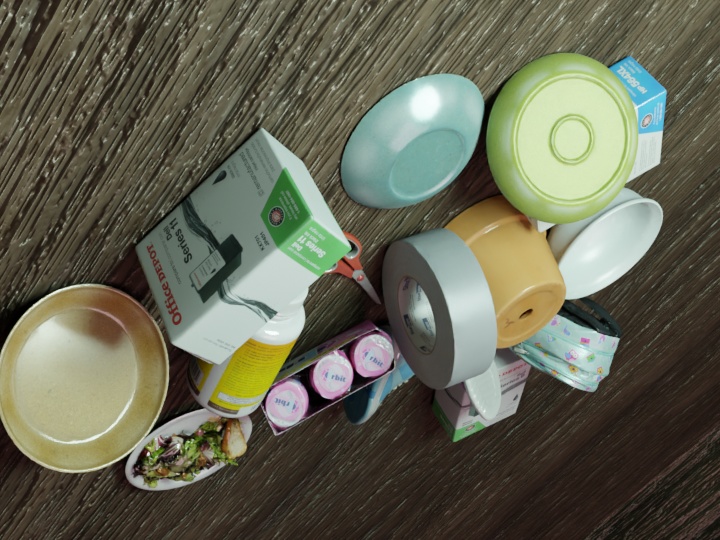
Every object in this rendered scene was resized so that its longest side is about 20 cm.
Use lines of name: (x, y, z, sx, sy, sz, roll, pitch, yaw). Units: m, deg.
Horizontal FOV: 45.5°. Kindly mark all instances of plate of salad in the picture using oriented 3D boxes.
plate of salad: (-0.249, 0.274, 1.273, 0.196, 0.048, 0.202, -22, 146, -16)

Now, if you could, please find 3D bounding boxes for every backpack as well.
backpack: (0.314, 0.102, 1.368, 0.165, 0.198, 0.130, 3, 109, -46)

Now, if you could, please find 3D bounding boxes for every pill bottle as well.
pill bottle: (-0.137, 0.080, 1.063, 0.107, 0.110, 0.202, -1, 136, -38)

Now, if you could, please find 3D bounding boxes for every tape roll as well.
tape roll: (0.100, 0.050, 1.138, 0.065, 0.202, 0.203, -16, 144, -20)

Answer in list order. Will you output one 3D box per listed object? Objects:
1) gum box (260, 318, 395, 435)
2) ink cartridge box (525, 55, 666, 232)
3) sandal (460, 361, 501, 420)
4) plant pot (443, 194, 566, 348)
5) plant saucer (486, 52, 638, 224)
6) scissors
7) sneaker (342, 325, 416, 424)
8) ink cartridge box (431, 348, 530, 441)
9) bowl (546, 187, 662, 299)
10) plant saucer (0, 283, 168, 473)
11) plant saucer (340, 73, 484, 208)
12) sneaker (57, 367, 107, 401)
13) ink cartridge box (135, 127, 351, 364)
gum box: (-0.045, 0.143, 1.203, 0.197, 0.067, 0.113, -28, -175, -3)
ink cartridge box: (0.294, -0.163, 1.132, 0.197, 0.085, 0.147, -29, 146, -4)
sandal: (0.170, 0.147, 1.385, 0.049, 0.206, 0.082, -9, -157, 47)
plant pot: (0.202, 0.014, 1.232, 0.196, 0.141, 0.202, -22, 146, -16)
plant saucer: (0.249, -0.157, 1.032, 0.197, 0.203, 0.031, -29, -169, -4)
scissors: (0.000, 0.000, 1.160, 0.073, 0.014, 0.199, -44, 144, 13)
sneaker: (0.055, 0.166, 1.360, 0.128, 0.080, 0.202, -5, 138, -33)
ink cartridge box: (0.214, 0.196, 1.523, 0.143, 0.085, 0.202, -21, 144, -18)
bowl: (0.353, -0.058, 1.310, 0.197, 0.091, 0.203, -21, 145, -16)
plant saucer: (-0.308, 0.117, 0.951, 0.197, 0.206, 0.035, 0, 180, -42)
plant saucer: (0.072, -0.138, 1.022, 0.197, 0.039, 0.203, -22, 144, -16)
sneaker: (-0.341, 0.166, 1.033, 0.112, 0.077, 0.202, -18, 139, -9)
ink cartridge box: (-0.128, -0.023, 0.905, 0.199, 0.148, 0.083, -41, 144, 12)
